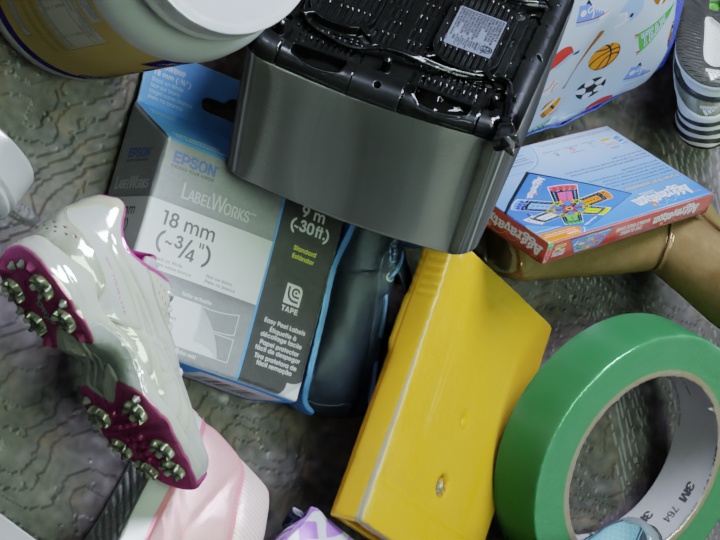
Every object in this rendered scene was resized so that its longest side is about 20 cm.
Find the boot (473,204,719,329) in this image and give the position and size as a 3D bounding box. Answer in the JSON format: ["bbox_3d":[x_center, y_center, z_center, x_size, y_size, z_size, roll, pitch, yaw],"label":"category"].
[{"bbox_3d":[0.180,-0.007,1.753,0.199,0.175,0.066,-1,123,-36],"label":"boot"}]

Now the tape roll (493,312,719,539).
[{"bbox_3d":[0.186,0.132,1.768,0.200,0.048,0.201,-16,118,-33],"label":"tape roll"}]

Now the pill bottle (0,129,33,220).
[{"bbox_3d":[-0.281,-0.002,1.460,0.111,0.111,0.200,46,65,-24],"label":"pill bottle"}]

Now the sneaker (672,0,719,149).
[{"bbox_3d":[0.257,-0.172,1.858,0.075,0.116,0.201,11,50,5],"label":"sneaker"}]

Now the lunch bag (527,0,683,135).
[{"bbox_3d":[0.135,-0.193,1.732,0.170,0.124,0.201,-25,130,-33],"label":"lunch bag"}]

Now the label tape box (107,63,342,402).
[{"bbox_3d":[-0.089,-0.031,1.616,0.144,0.063,0.201,21,78,-32],"label":"label tape box"}]

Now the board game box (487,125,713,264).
[{"bbox_3d":[0.149,-0.055,1.730,0.200,0.103,0.020,-16,132,-48],"label":"board game box"}]

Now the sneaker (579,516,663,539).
[{"bbox_3d":[0.116,0.222,1.678,0.200,0.079,0.096,-34,128,-8],"label":"sneaker"}]

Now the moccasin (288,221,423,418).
[{"bbox_3d":[0.000,0.000,1.676,0.068,0.080,0.201,15,95,-24],"label":"moccasin"}]

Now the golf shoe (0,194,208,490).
[{"bbox_3d":[-0.134,0.043,1.510,0.092,0.075,0.200,-49,126,-32],"label":"golf shoe"}]

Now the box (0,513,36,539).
[{"bbox_3d":[-0.217,0.230,1.477,0.200,0.036,0.144,34,68,11],"label":"box"}]

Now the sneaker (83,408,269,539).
[{"bbox_3d":[-0.126,0.193,1.580,0.105,0.075,0.201,41,64,-21],"label":"sneaker"}]

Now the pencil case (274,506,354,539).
[{"bbox_3d":[0.012,0.239,1.608,0.200,0.086,0.084,38,29,7],"label":"pencil case"}]

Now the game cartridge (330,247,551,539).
[{"bbox_3d":[0.057,0.098,1.691,0.176,0.032,0.201,41,63,-56],"label":"game cartridge"}]

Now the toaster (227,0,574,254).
[{"bbox_3d":[0.025,-0.119,1.583,0.180,0.119,0.200,19,41,6],"label":"toaster"}]

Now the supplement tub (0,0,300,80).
[{"bbox_3d":[-0.128,-0.193,1.511,0.145,0.200,0.146,1,89,-33],"label":"supplement tub"}]
